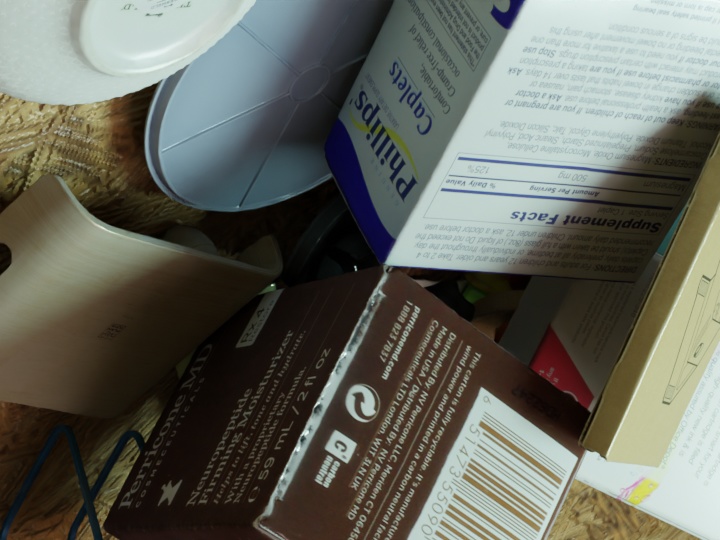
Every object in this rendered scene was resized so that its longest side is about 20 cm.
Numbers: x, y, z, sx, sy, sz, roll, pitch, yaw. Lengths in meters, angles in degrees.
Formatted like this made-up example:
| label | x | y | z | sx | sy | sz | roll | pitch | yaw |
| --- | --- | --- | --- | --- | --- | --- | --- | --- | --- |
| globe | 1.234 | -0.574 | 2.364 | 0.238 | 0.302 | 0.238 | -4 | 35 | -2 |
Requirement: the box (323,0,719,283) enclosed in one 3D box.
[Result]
| label | x | y | z | sx | sy | sz | roll | pitch | yaw |
| --- | --- | --- | --- | --- | --- | --- | --- | --- | --- |
| box | 0.106 | -0.102 | 1.203 | 0.184 | 0.105 | 0.200 | 4 | 129 | -33 |

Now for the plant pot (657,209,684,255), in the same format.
| label | x | y | z | sx | sy | sz | roll | pitch | yaw |
| --- | --- | --- | --- | --- | --- | --- | --- | --- | --- |
| plant pot | 0.248 | -0.030 | 1.500 | 0.161 | 0.201 | 0.201 | -49 | 151 | 6 |

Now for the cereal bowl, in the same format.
| label | x | y | z | sx | sy | sz | roll | pitch | yaw |
| --- | --- | --- | --- | --- | --- | --- | --- | --- | --- |
| cereal bowl | -0.109 | -0.150 | 1.013 | 0.200 | 0.083 | 0.200 | -28 | 151 | -18 |

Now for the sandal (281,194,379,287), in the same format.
| label | x | y | z | sx | sy | sz | roll | pitch | yaw |
| --- | --- | --- | --- | --- | --- | --- | --- | --- | --- |
| sandal | 0.001 | -0.001 | 1.352 | 0.075 | 0.048 | 0.200 | -53 | 166 | -3 |

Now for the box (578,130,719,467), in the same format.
| label | x | y | z | sx | sy | sz | roll | pitch | yaw |
| --- | --- | --- | --- | --- | --- | --- | --- | --- | --- |
| box | 0.189 | 0.016 | 1.242 | 0.200 | 0.021 | 0.163 | -66 | 160 | 1 |

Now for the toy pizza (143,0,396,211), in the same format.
| label | x | y | z | sx | sy | sz | roll | pitch | yaw |
| --- | --- | --- | --- | --- | --- | --- | --- | --- | --- |
| toy pizza | -0.036 | -0.112 | 1.208 | 0.200 | 0.032 | 0.200 | -28 | 150 | -18 |

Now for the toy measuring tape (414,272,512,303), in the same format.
| label | x | y | z | sx | sy | sz | roll | pitch | yaw |
| --- | --- | --- | --- | --- | --- | --- | --- | --- | --- |
| toy measuring tape | 0.088 | 0.035 | 1.529 | 0.200 | 0.074 | 0.074 | -4 | 136 | -47 |

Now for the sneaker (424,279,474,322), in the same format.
| label | x | y | z | sx | sy | sz | roll | pitch | yaw |
| --- | --- | --- | --- | --- | --- | --- | --- | --- | --- |
| sneaker | 0.027 | 0.059 | 1.444 | 0.091 | 0.076 | 0.200 | -37 | 179 | -18 |

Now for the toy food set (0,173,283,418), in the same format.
| label | x | y | z | sx | sy | sz | roll | pitch | yaw |
| --- | --- | --- | --- | --- | --- | --- | --- | --- | --- |
| toy food set | -0.152 | 0.012 | 1.238 | 0.144 | 0.060 | 0.200 | -40 | 151 | 22 |

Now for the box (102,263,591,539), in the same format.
| label | x | y | z | sx | sy | sz | roll | pitch | yaw |
| --- | --- | --- | --- | --- | --- | --- | --- | --- | --- |
| box | -0.008 | 0.116 | 1.242 | 0.200 | 0.164 | 0.166 | -13 | -134 | 58 |

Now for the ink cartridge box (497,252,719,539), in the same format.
| label | x | y | z | sx | sy | sz | roll | pitch | yaw |
| --- | --- | --- | --- | --- | --- | --- | --- | --- | --- |
| ink cartridge box | 0.188 | 0.074 | 1.366 | 0.200 | 0.086 | 0.148 | 27 | 91 | -15 |

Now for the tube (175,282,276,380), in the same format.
| label | x | y | z | sx | sy | sz | roll | pitch | yaw |
| --- | --- | --- | --- | --- | --- | --- | --- | --- | --- |
| tube | -0.086 | 0.085 | 1.424 | 0.200 | 0.052 | 0.058 | 90 | 18 | -51 |

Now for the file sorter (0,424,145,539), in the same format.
| label | x | y | z | sx | sy | sz | roll | pitch | yaw |
| --- | --- | --- | --- | --- | --- | --- | --- | --- | --- |
| file sorter | -0.112 | 0.183 | 1.394 | 0.200 | 0.123 | 0.139 | 8 | 132 | -30 |

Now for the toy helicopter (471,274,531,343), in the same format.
| label | x | y | z | sx | sy | sz | roll | pitch | yaw |
| --- | --- | --- | --- | --- | --- | --- | --- | --- | --- |
| toy helicopter | 0.159 | 0.070 | 1.496 | 0.200 | 0.079 | 0.132 | 22 | 145 | -14 |
